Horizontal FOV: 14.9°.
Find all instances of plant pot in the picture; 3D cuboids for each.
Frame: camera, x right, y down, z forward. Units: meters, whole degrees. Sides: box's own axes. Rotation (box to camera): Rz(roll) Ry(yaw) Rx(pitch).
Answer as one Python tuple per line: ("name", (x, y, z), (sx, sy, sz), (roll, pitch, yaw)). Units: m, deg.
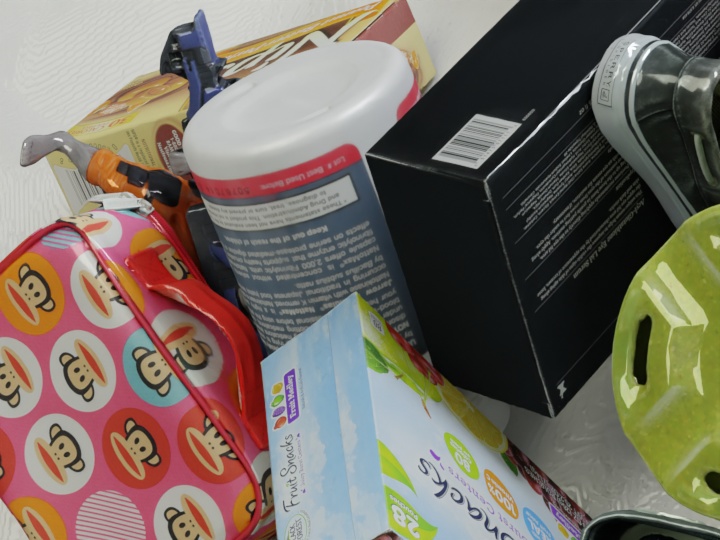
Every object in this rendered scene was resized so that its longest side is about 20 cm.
("plant pot", (0.208, 0.044, 1.166), (0.199, 0.184, 0.202), (-4, 83, 39))

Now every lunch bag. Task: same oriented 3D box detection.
("lunch bag", (-0.118, 0.067, 1.418), (0.176, 0.082, 0.201), (-39, 81, 34))

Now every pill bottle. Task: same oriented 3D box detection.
("pill bottle", (0.000, 0.000, 1.362), (0.119, 0.201, 0.120), (-18, 22, 8))

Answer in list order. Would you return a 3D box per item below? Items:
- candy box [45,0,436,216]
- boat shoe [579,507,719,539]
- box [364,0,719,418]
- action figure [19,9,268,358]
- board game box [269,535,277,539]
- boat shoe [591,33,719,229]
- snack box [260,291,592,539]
("candy box", (-0.069, -0.090, 1.565), (0.199, 0.056, 0.115), (-13, 20, 33))
("boat shoe", (0.175, 0.159, 1.213), (0.199, 0.062, 0.073), (26, 83, 45))
("box", (0.104, -0.052, 1.296), (0.078, 0.142, 0.200), (14, 47, 40))
("action figure", (-0.080, -0.052, 1.461), (0.192, 0.201, 0.105), (0, 23, 20))
("board game box", (-0.013, 0.185, 1.412), (0.134, 0.029, 0.201), (-12, 58, 35))
("boat shoe", (0.179, -0.044, 1.273), (0.071, 0.200, 0.073), (19, 83, 39))
("snack box", (0.043, 0.134, 1.250), (0.068, 0.200, 0.169), (-36, 31, 19))
